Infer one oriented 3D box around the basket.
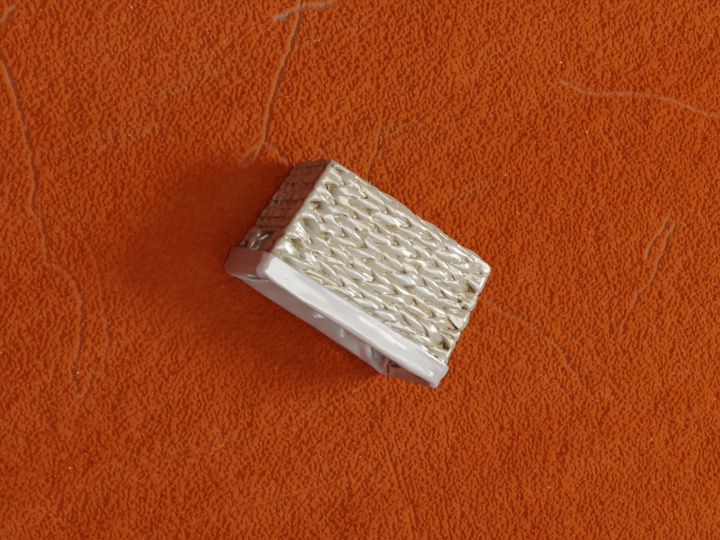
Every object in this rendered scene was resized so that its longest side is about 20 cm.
[{"bbox_3d":[0.000,0.000,1.353,0.199,0.135,0.124,34,81,-17],"label":"basket"}]
